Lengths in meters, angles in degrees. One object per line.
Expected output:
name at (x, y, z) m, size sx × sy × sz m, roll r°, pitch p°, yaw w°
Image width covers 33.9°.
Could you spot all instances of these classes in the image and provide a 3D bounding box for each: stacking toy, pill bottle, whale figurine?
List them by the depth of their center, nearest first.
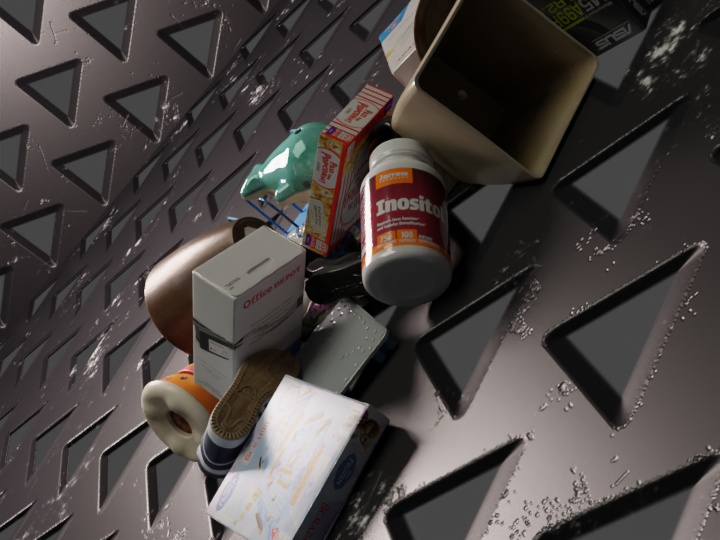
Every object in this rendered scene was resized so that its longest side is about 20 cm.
pill bottle at (0.055, -0.065, 1.493) m, size 0.113 × 0.112 × 0.202 m, roll -35°, pitch 42°, yaw 36°
stacking toy at (-0.214, 0.171, 1.745) m, size 0.146 × 0.147 × 0.200 m, roll -25°, pitch 17°, yaw 49°
whale figurine at (-0.104, -0.166, 1.826) m, size 0.198 × 0.104 × 0.160 m, roll -8°, pitch 36°, yaw 31°

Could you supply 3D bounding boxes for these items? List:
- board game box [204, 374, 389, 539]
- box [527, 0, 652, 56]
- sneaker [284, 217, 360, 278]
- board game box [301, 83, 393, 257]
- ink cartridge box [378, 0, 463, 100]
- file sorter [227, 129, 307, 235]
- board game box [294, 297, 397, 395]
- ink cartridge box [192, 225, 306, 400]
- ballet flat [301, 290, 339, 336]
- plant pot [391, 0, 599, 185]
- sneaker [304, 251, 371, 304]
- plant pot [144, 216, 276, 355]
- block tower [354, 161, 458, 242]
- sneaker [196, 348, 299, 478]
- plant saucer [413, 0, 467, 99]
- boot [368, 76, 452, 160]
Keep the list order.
board game box at (-0.079, 0.234, 1.398) m, size 0.199 × 0.041 × 0.201 m, roll 11°, pitch 67°, yaw 57°
box at (0.250, -0.337, 1.529) m, size 0.199 × 0.160 × 0.045 m, roll -23°, pitch 33°, yaw 49°
sneaker at (-0.063, -0.045, 1.831) m, size 0.199 × 0.076 × 0.077 m, roll -13°, pitch 35°, yaw 43°
board game box at (-0.019, -0.142, 1.678) m, size 0.152 × 0.046 × 0.201 m, roll -52°, pitch -19°, yaw -45°
ink cartridge box at (0.134, -0.330, 1.771) m, size 0.147 × 0.144 × 0.201 m, roll -44°, pitch 22°, yaw 17°
file sorter at (-0.111, -0.123, 1.970) m, size 0.201 × 0.122 × 0.139 m, roll -55°, pitch 21°, yaw -9°
board game box at (-0.047, 0.139, 1.554) m, size 0.201 × 0.026 × 0.200 m, roll -52°, pitch 22°, yaw -1°
ink cartridge box at (-0.151, 0.062, 1.604) m, size 0.144 × 0.084 × 0.201 m, roll -36°, pitch -35°, yaw -40°
ballet flat at (-0.102, 0.060, 1.729) m, size 0.199 × 0.071 × 0.070 m, roll -16°, pitch 47°, yaw 56°
plant pot at (0.151, -0.226, 1.527) m, size 0.201 × 0.199 × 0.177 m, roll -60°, pitch 13°, yaw -23°
sneaker at (0.001, 0.003, 1.609) m, size 0.198 × 0.061 × 0.104 m, roll -9°, pitch 13°, yaw 29°
plant pot at (-0.208, 0.008, 1.838) m, size 0.200 × 0.186 × 0.188 m, roll -41°, pitch 22°, yaw 40°
block tower at (0.079, -0.104, 1.649) m, size 0.201 × 0.054 × 0.058 m, roll -52°, pitch 20°, yaw 1°
sneaker at (-0.151, 0.190, 1.552) m, size 0.200 × 0.070 × 0.109 m, roll -50°, pitch -14°, yaw -52°
plant saucer at (0.171, -0.338, 1.637) m, size 0.200 × 0.200 × 0.035 m, roll -45°, pitch 15°, yaw 16°
boot at (0.052, -0.175, 1.679) m, size 0.144 × 0.072 × 0.200 m, roll -45°, pitch -13°, yaw -26°
